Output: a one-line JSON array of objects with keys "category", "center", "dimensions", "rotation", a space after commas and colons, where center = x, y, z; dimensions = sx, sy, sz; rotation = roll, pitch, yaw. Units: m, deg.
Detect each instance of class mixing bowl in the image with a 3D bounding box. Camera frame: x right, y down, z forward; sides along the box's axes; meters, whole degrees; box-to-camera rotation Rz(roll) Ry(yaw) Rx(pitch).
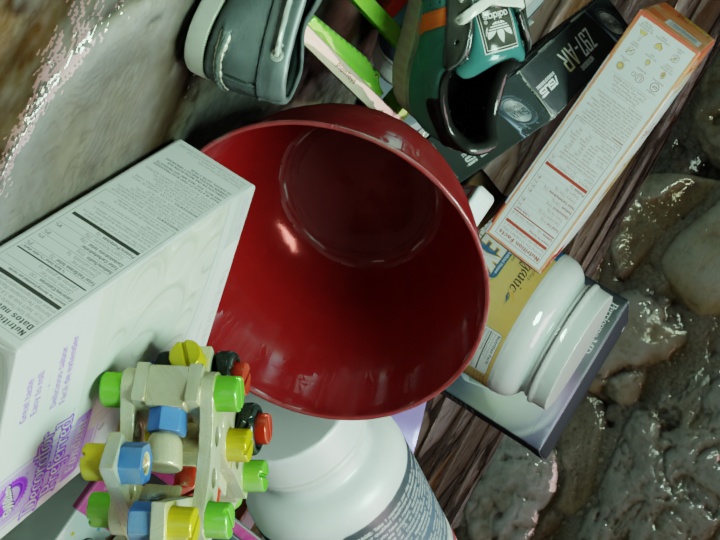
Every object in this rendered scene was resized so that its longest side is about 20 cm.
[{"category": "mixing bowl", "center": [-0.012, -0.022, 0.866], "dimensions": [0.109, 0.198, 0.202], "rotation": [-65, 177, -56]}]

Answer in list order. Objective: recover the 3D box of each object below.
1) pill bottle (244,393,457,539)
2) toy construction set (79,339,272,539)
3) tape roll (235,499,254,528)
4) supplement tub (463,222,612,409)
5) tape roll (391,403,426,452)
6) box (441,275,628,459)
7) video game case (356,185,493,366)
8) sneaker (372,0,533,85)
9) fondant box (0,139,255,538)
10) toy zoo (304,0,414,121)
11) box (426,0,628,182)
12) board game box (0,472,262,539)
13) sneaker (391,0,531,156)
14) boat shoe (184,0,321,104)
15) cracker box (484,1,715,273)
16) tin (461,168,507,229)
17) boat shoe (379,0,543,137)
[{"category": "pill bottle", "center": [-0.012, 0.160, 1.003], "dimensions": [0.120, 0.119, 0.201], "rotation": [-51, 135, -28]}, {"category": "toy construction set", "center": [-0.094, 0.115, 0.763], "dimensions": [0.201, 0.091, 0.133], "rotation": [103, -7, -59]}, {"category": "tape roll", "center": [-0.124, 0.164, 1.071], "dimensions": [0.201, 0.066, 0.201], "rotation": [-53, 164, -22]}, {"category": "supplement tub", "center": [0.120, 0.025, 1.355], "dimensions": [0.145, 0.199, 0.145], "rotation": [-53, 165, -21]}, {"category": "tape roll", "center": [-0.012, 0.128, 1.188], "dimensions": [0.200, 0.084, 0.202], "rotation": [-163, -90, -81]}, {"category": "box", "center": [0.180, 0.079, 1.677], "dimensions": [0.201, 0.197, 0.123], "rotation": [-58, 166, -5]}, {"category": "video game case", "center": [0.000, 0.000, 1.016], "dimensions": [0.144, 0.017, 0.199], "rotation": [-56, -155, -14]}, {"category": "sneaker", "center": [0.085, -0.231, 0.966], "dimensions": [0.203, 0.076, 0.147], "rotation": [-53, 164, -32]}, {"category": "fondant box", "center": [-0.145, 0.035, 0.752], "dimensions": [0.200, 0.058, 0.145], "rotation": [-40, 156, -51]}, {"category": "toy zoo", "center": [0.049, -0.191, 0.845], "dimensions": [0.200, 0.020, 0.131], "rotation": [-49, 139, 4]}, {"category": "box", "center": [0.105, -0.125, 1.144], "dimensions": [0.199, 0.044, 0.160], "rotation": [-34, -172, 44]}, {"category": "board game box", "center": [-0.150, 0.189, 0.892], "dimensions": [0.148, 0.064, 0.200], "rotation": [-55, 143, -12]}, {"category": "sneaker", "center": [0.066, -0.157, 0.806], "dimensions": [0.071, 0.080, 0.202], "rotation": [-17, 132, -23]}, {"category": "boat shoe", "center": [-0.015, -0.175, 0.759], "dimensions": [0.201, 0.061, 0.073], "rotation": [-57, 164, -10]}, {"category": "cracker box", "center": [0.183, -0.103, 1.094], "dimensions": [0.201, 0.057, 0.134], "rotation": [-55, 173, 21]}, {"category": "tin", "center": [0.048, -0.028, 1.171], "dimensions": [0.112, 0.042, 0.200], "rotation": [-37, -176, -22]}, {"category": "boat shoe", "center": [0.080, -0.169, 1.081], "dimensions": [0.203, 0.074, 0.086], "rotation": [-53, 165, -10]}]
